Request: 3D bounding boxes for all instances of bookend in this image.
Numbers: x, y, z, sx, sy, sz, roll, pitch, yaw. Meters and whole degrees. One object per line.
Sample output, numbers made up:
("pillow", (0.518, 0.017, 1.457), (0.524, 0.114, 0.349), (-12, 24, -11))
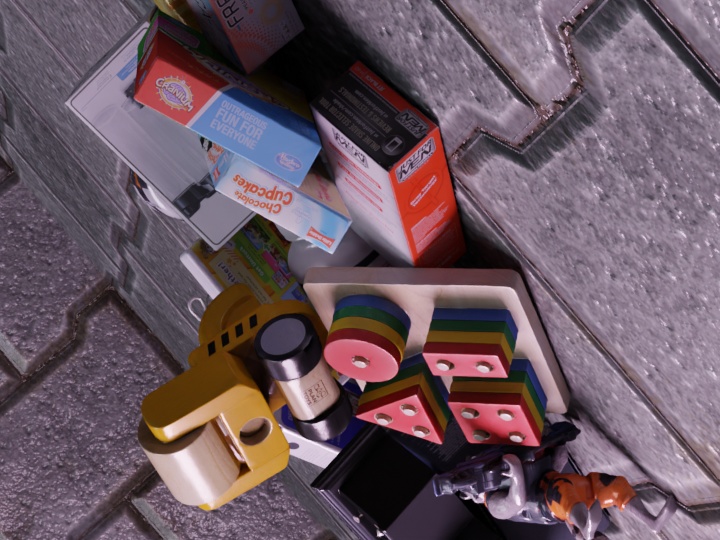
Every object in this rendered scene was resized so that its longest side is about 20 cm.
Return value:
("bookend", (0.081, 0.271, 1.798), (0.200, 0.092, 0.199), (35, 167, 47))

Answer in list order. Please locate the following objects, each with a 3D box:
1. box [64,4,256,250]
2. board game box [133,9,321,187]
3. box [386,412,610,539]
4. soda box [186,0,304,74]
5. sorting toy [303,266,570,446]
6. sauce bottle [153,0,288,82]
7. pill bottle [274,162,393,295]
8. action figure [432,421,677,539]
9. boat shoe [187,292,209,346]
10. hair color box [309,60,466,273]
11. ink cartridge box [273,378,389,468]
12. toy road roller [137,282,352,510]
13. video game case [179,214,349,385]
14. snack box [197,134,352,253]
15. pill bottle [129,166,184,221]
("box", (-0.160, -0.131, 1.726), (0.200, 0.116, 0.060), (46, -164, -15))
("board game box", (-0.113, -0.146, 1.559), (0.152, 0.041, 0.200), (28, -167, -14))
("box", (0.140, 0.213, 1.925), (0.148, 0.104, 0.200), (56, 166, -25))
("soda box", (-0.117, -0.257, 1.520), (0.064, 0.068, 0.201), (40, 165, 39))
("sorting toy", (0.064, 0.084, 1.652), (0.197, 0.070, 0.201), (1, 145, 23))
("sauce bottle", (-0.111, -0.200, 1.681), (0.200, 0.066, 0.066), (49, 168, -20))
("pill bottle", (0.000, 0.000, 1.766), (0.201, 0.111, 0.111), (55, 165, -24))
("action figure", (0.155, 0.209, 1.679), (0.193, 0.199, 0.106), (13, 110, 47))
("boat shoe", (-0.134, 0.050, 1.908), (0.075, 0.086, 0.202), (49, -170, -20))
("hair color box", (0.026, -0.076, 1.577), (0.101, 0.061, 0.200), (42, 166, 27))
("ink cartridge box", (-0.046, 0.119, 2.005), (0.199, 0.043, 0.199), (27, -140, -26))
("toy road roller", (-0.115, 0.103, 1.697), (0.146, 0.199, 0.123), (50, 169, 46))
("video game case", (-0.056, 0.010, 1.838), (0.200, 0.182, 0.023), (51, 144, -7))
("snack box", (-0.078, -0.087, 1.597), (0.116, 0.037, 0.200), (28, -167, -18))
("pill bottle", (-0.177, -0.105, 1.881), (0.106, 0.106, 0.200), (51, 173, -11))
